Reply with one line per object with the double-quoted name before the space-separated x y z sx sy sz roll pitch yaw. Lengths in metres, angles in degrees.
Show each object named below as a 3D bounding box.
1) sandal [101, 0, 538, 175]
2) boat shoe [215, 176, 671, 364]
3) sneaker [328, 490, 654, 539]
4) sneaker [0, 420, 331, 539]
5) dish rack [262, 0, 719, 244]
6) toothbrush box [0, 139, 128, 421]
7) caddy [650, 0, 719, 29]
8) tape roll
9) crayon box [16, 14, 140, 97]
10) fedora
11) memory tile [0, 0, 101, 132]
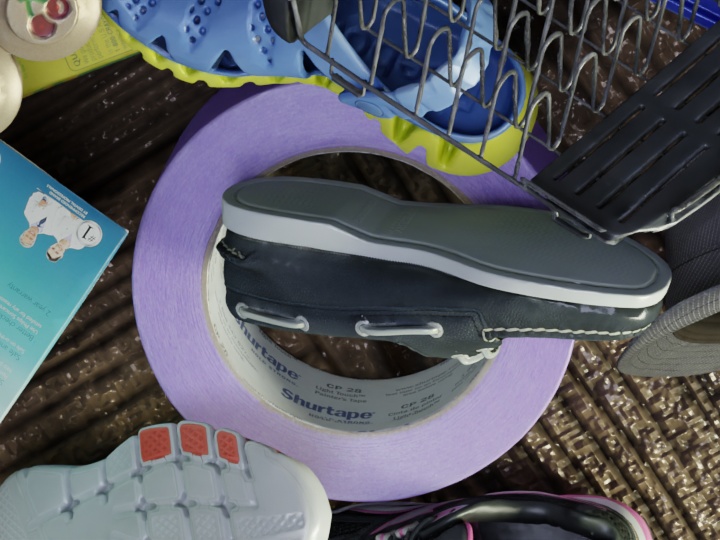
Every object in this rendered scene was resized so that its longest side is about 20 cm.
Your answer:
"sandal" -0.017 -0.107 1.216 0.199 0.087 0.080 17 76 1
"boat shoe" 0.034 0.006 1.239 0.199 0.076 0.061 13 115 24
"sneaker" 0.034 0.132 1.344 0.199 0.086 0.081 -14 75 5
"sneaker" -0.080 0.111 1.340 0.199 0.082 0.078 -5 80 41
"dish rack" 0.072 -0.100 1.136 0.200 0.153 0.055 35 148 24
"toothbrush box" -0.199 0.055 1.270 0.085 0.146 0.200 34 70 -7
"caddy" 0.172 -0.177 1.216 0.199 0.105 0.142 27 128 6
"tape roll" 0.000 0.000 1.321 0.199 0.066 0.201 2 110 5
"crayon box" -0.174 -0.138 1.296 0.199 0.051 0.127 -19 107 12
"fedora" 0.196 -0.025 1.260 0.199 0.176 0.091 -21 75 34
"memory tile" -0.149 -0.154 1.169 0.153 0.017 0.200 39 107 -23
